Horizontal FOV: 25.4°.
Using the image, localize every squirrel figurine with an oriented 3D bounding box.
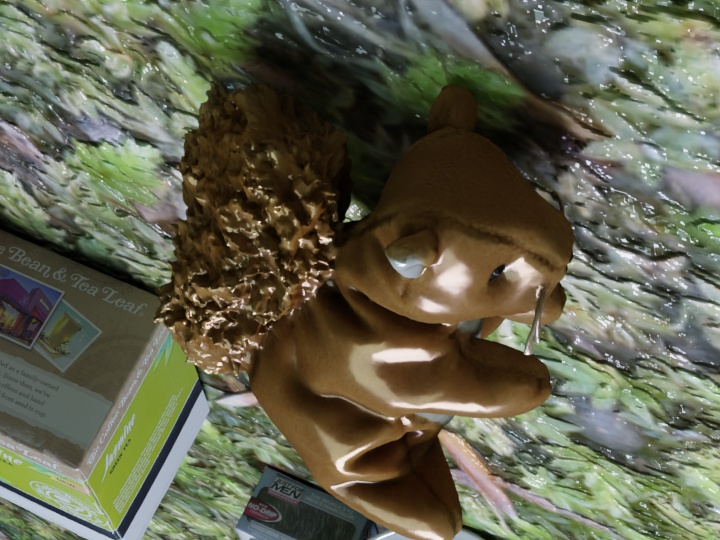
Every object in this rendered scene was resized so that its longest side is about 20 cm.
[{"bbox_3d":[0.000,0.000,0.711,0.198,0.142,0.187,25,151,1],"label":"squirrel figurine"}]

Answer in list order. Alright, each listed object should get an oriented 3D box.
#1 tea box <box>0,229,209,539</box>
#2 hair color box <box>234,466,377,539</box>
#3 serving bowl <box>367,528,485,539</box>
[{"bbox_3d":[-0.231,0.079,1.128,0.198,0.135,0.197,22,156,14],"label":"tea box"},{"bbox_3d":[-0.034,0.245,1.346,0.098,0.061,0.201,20,155,18],"label":"hair color box"},{"bbox_3d":[0.051,0.293,1.186,0.198,0.202,0.066,11,162,35],"label":"serving bowl"}]
